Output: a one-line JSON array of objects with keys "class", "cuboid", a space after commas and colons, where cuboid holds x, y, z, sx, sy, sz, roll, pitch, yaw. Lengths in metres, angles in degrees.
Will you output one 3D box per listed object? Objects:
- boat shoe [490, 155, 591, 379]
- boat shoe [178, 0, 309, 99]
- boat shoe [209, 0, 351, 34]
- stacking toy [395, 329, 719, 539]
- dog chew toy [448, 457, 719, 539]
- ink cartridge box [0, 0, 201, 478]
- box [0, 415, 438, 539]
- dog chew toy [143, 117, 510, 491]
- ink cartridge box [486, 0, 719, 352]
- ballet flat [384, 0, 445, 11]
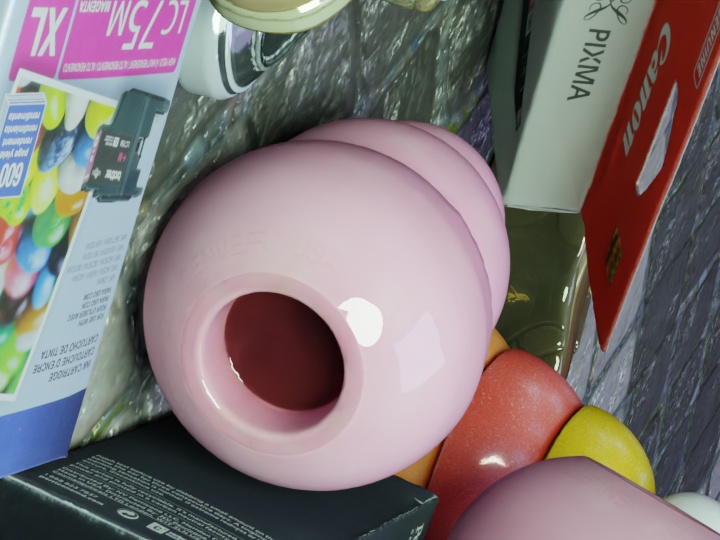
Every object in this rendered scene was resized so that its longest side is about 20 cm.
[{"class": "boat shoe", "cuboid": [0.079, 0.027, 1.265, 0.068, 0.072, 0.200, 10, 100, -69]}, {"class": "boat shoe", "cuboid": [0.006, -0.137, 0.877, 0.199, 0.068, 0.074, -59, 159, -24]}, {"class": "boat shoe", "cuboid": [-0.007, -0.172, 0.811, 0.066, 0.074, 0.200, 62, 43, -63]}, {"class": "stacking toy", "cuboid": [0.080, 0.100, 1.148, 0.146, 0.200, 0.146, -54, 158, -34]}, {"class": "dog chew toy", "cuboid": [0.064, 0.174, 0.984, 0.200, 0.124, 0.125, -60, 162, 1]}, {"class": "ink cartridge box", "cuboid": [-0.110, -0.003, 0.760, 0.119, 0.042, 0.200, -13, 125, -67]}, {"class": "box", "cuboid": [-0.075, 0.168, 0.946, 0.182, 0.104, 0.200, -12, 123, -68]}, {"class": "dog chew toy", "cuboid": [0.000, 0.000, 0.950, 0.200, 0.124, 0.125, -46, 153, -64]}, {"class": "ink cartridge box", "cuboid": [0.097, -0.095, 1.056, 0.200, 0.043, 0.174, 105, -12, -45]}, {"class": "ballet flat", "cuboid": [0.049, -0.139, 1.000, 0.200, 0.071, 0.071, -33, 142, -60]}]
